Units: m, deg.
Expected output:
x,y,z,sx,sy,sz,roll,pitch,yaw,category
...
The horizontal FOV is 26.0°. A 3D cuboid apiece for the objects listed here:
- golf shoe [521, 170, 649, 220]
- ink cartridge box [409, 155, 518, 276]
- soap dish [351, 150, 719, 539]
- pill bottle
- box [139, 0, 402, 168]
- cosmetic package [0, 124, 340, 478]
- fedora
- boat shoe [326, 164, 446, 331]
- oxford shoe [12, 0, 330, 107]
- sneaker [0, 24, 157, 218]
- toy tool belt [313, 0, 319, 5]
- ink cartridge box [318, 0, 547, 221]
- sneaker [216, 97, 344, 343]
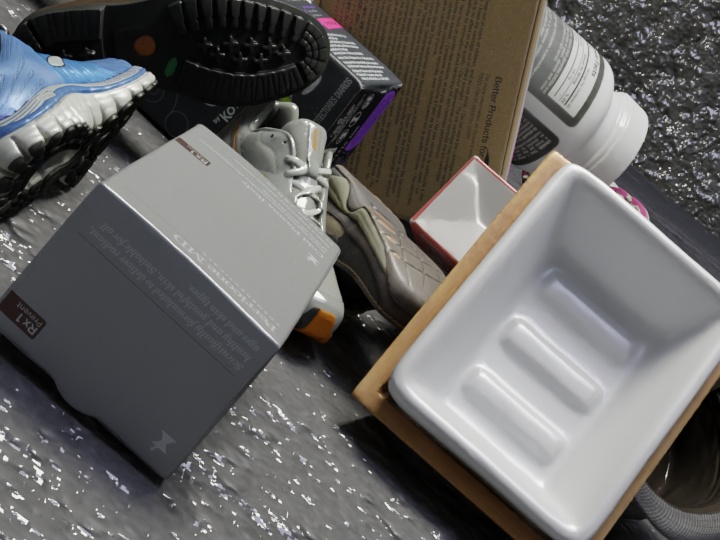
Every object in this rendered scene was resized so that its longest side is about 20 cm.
x,y,z,sx,sy,sz,roll,pitch,yaw,category
0.202,-0.047,1.360,0.092,0.075,0.201,48,9,-36,golf shoe
0.107,0.017,1.076,0.116,0.067,0.200,43,-9,21,ink cartridge box
0.109,0.054,0.892,0.157,0.200,0.081,40,-22,3,soap dish
0.134,-0.153,1.271,0.199,0.116,0.116,38,14,-22,pill bottle
-0.089,-0.149,1.096,0.200,0.123,0.106,42,16,9,box
-0.083,0.005,0.729,0.107,0.090,0.200,42,11,-5,cosmetic package
0.180,0.105,1.033,0.199,0.090,0.179,-13,78,-49,fedora
0.000,0.000,0.984,0.074,0.073,0.200,40,7,-20,boat shoe
-0.118,-0.147,0.974,0.197,0.074,0.085,1,19,-12,oxford shoe
-0.171,-0.093,0.813,0.089,0.079,0.200,42,14,-1,sneaker
-0.080,-0.200,1.245,0.123,0.124,0.200,12,17,-3,toy tool belt
0.043,-0.142,1.160,0.163,0.202,0.075,14,12,6,ink cartridge box
-0.048,-0.042,0.942,0.075,0.092,0.201,29,19,-39,sneaker
